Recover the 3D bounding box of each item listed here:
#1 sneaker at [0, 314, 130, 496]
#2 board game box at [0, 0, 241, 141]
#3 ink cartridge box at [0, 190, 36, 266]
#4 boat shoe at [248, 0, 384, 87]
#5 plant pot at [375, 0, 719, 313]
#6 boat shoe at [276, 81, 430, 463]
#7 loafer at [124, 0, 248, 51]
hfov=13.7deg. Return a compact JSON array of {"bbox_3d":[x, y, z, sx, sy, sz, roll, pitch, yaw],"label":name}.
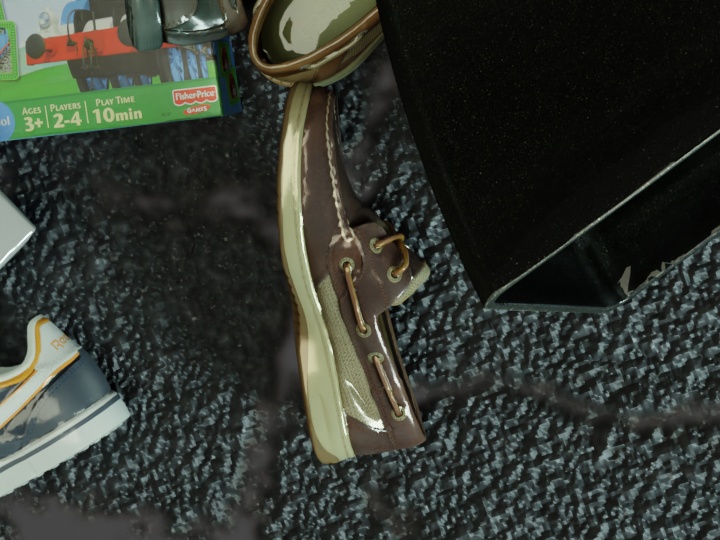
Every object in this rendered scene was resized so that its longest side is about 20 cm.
[{"bbox_3d":[-0.224,0.098,1.600,0.199,0.078,0.080,-33,93,6],"label":"sneaker"},{"bbox_3d":[-0.149,-0.173,1.560,0.150,0.037,0.202,-6,96,17],"label":"board game box"},{"bbox_3d":[-0.287,-0.041,1.553,0.200,0.086,0.146,45,83,-5],"label":"ink cartridge box"},{"bbox_3d":[0.016,-0.167,1.495,0.076,0.074,0.200,41,106,6],"label":"boat shoe"},{"bbox_3d":[0.119,-0.109,1.422,0.199,0.200,0.178,-37,77,17],"label":"plant pot"},{"bbox_3d":[0.000,0.000,1.526,0.071,0.072,0.202,-5,105,6],"label":"boat shoe"},{"bbox_3d":[-0.092,-0.211,1.495,0.062,0.072,0.202,-4,104,-7],"label":"loafer"}]
